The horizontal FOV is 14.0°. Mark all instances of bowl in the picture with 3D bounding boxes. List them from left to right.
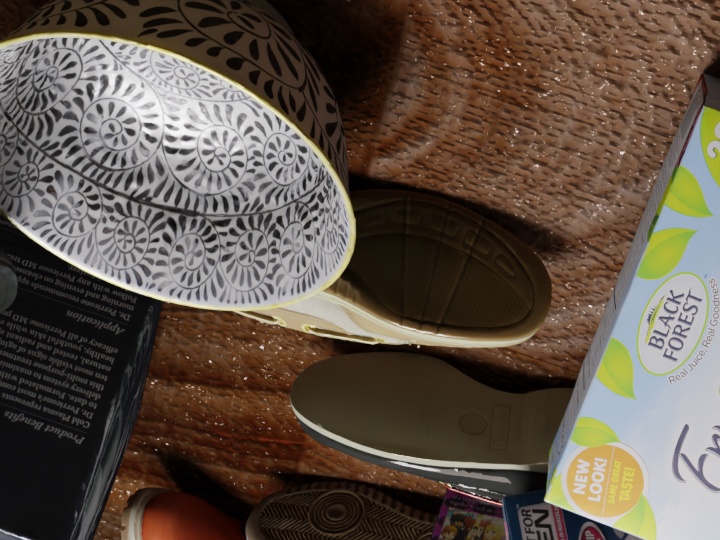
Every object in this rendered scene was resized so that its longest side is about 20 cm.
[{"bbox_3d":[-0.084,-0.078,1.373,0.200,0.095,0.201,14,147,9],"label":"bowl"}]

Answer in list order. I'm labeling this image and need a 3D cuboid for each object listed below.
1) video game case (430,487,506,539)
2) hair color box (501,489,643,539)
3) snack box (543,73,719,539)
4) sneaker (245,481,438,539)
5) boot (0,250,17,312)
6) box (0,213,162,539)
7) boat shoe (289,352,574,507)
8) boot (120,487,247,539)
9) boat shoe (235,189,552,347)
[{"bbox_3d":[0.123,0.201,1.591,0.199,0.182,0.036,10,146,14],"label":"video game case"},{"bbox_3d":[0.178,0.148,1.525,0.199,0.061,0.100,-10,143,1],"label":"hair color box"},{"bbox_3d":[0.193,0.036,1.319,0.168,0.068,0.201,21,107,0],"label":"snack box"},{"bbox_3d":[0.033,0.188,1.724,0.199,0.071,0.113,9,143,13],"label":"sneaker"},{"bbox_3d":[-0.236,-0.051,1.426,0.069,0.175,0.200,-11,175,-28],"label":"boot"},{"bbox_3d":[-0.194,0.093,1.590,0.123,0.197,0.200,20,148,1],"label":"box"},{"bbox_3d":[0.060,0.093,1.565,0.200,0.074,0.063,9,138,9],"label":"boat shoe"},{"bbox_3d":[-0.055,0.182,1.770,0.107,0.075,0.200,-15,142,38],"label":"boot"},{"bbox_3d":[0.000,0.000,1.475,0.199,0.074,0.066,15,160,11],"label":"boat shoe"}]
